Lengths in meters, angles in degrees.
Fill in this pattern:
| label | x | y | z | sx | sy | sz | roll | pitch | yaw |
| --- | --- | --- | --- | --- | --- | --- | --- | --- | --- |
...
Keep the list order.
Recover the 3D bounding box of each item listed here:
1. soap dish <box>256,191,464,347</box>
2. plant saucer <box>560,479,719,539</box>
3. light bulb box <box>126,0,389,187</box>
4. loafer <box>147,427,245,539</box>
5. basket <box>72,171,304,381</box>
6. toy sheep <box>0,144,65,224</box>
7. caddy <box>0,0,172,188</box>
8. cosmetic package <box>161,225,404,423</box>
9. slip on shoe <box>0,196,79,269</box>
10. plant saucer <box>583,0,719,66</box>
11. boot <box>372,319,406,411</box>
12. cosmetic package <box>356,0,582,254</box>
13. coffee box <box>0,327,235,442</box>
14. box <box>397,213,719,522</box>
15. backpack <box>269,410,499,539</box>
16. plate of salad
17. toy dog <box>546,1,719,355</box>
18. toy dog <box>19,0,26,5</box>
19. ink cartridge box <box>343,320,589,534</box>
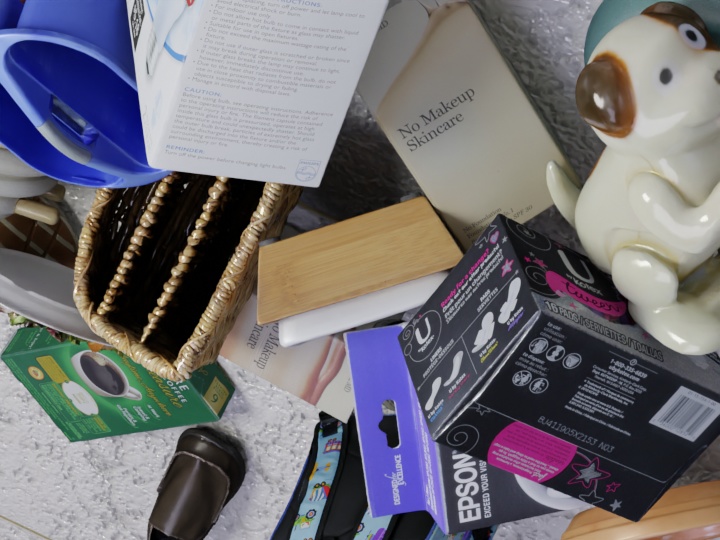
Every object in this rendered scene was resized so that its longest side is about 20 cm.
| label | x | y | z | sx | sy | sz | roll | pitch | yaw |
| --- | --- | --- | --- | --- | --- | --- | --- | --- | --- |
| soap dish | 0.000 | 0.000 | 1.599 | 0.156 | 0.200 | 0.082 | -17 | 89 | 2 |
| plant saucer | 0.254 | 0.201 | 1.719 | 0.199 | 0.038 | 0.200 | -10 | 168 | -2 |
| light bulb box | -0.069 | -0.198 | 1.408 | 0.124 | 0.199 | 0.201 | 5 | 134 | -19 |
| loafer | -0.163 | 0.227 | 2.033 | 0.073 | 0.072 | 0.201 | 25 | 140 | 5 |
| basket | -0.142 | -0.034 | 1.628 | 0.142 | 0.149 | 0.201 | 28 | 95 | 4 |
| toy sheep | -0.295 | -0.106 | 1.723 | 0.137 | 0.138 | 0.201 | 23 | 109 | 7 |
| caddy | -0.210 | -0.132 | 1.549 | 0.141 | 0.106 | 0.200 | -14 | 145 | 30 |
| cosmetic package | -0.070 | 0.028 | 1.764 | 0.199 | 0.087 | 0.104 | 27 | 139 | 3 |
| slip on shoe | -0.318 | -0.059 | 1.844 | 0.200 | 0.076 | 0.061 | 45 | -177 | -34 |
| plant saucer | 0.245 | -0.121 | 1.471 | 0.199 | 0.036 | 0.201 | 16 | 138 | 15 |
| boot | 0.107 | 0.080 | 1.683 | 0.153 | 0.074 | 0.203 | -4 | 164 | 27 |
| cosmetic package | 0.064 | -0.122 | 1.516 | 0.103 | 0.073 | 0.200 | -32 | 118 | 8 |
| coffee box | -0.224 | 0.095 | 1.955 | 0.199 | 0.044 | 0.123 | -12 | 126 | 38 |
| box | 0.148 | 0.069 | 1.499 | 0.199 | 0.115 | 0.132 | 23 | 118 | -31 |
| backpack | 0.021 | 0.225 | 1.828 | 0.181 | 0.201 | 0.135 | -3 | 130 | 31 |
| plate of salad | -0.257 | 0.031 | 1.758 | 0.199 | 0.200 | 0.048 | 24 | 100 | 5 |
| toy dog | 0.209 | -0.082 | 1.423 | 0.194 | 0.139 | 0.201 | 35 | 149 | 39 |
| toy dog | -0.191 | -0.246 | 1.546 | 0.131 | 0.097 | 0.200 | 34 | 140 | -6 |
| ink cartridge box | 0.096 | 0.113 | 1.621 | 0.198 | 0.044 | 0.199 | -11 | 128 | -3 |
